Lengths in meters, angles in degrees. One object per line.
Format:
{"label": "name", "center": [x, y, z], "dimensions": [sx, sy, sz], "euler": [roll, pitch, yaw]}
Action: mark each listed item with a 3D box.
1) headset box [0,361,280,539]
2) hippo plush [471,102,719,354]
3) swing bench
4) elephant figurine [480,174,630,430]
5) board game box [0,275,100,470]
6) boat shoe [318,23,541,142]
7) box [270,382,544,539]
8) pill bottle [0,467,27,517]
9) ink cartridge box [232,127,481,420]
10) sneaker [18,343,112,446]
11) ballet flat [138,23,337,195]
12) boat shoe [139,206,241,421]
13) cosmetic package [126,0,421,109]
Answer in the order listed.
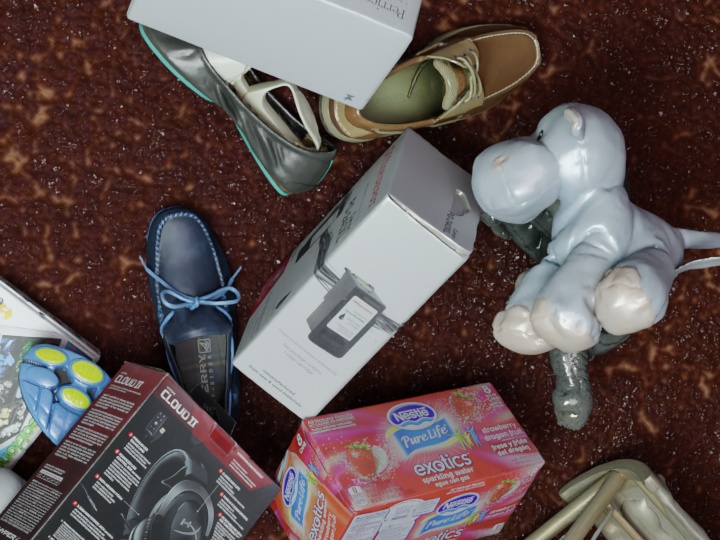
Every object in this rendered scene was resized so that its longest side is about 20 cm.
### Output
{"label": "headset box", "center": [-0.170, 0.181, 1.284], "dimensions": [0.149, 0.077, 0.200], "euler": [48, 67, -29]}
{"label": "hippo plush", "center": [0.170, -0.042, 1.231], "dimensions": [0.199, 0.159, 0.161], "euler": [-23, 99, 6]}
{"label": "swing bench", "center": [0.230, 0.297, 1.441], "dimensions": [0.200, 0.130, 0.199], "euler": [-44, 102, -7]}
{"label": "elephant figurine", "center": [0.193, 0.003, 1.389], "dimensions": [0.155, 0.142, 0.201], "euler": [-28, 96, 10]}
{"label": "board game box", "center": [-0.326, 0.109, 1.361], "dimensions": [0.126, 0.035, 0.200], "euler": [39, 90, -15]}
{"label": "boat shoe", "center": [0.066, -0.151, 1.357], "dimensions": [0.199, 0.074, 0.076], "euler": [-23, 105, -20]}
{"label": "box", "center": [0.037, 0.170, 1.347], "dimensions": [0.199, 0.096, 0.100], "euler": [-8, 141, -35]}
{"label": "pill bottle", "center": [-0.285, 0.229, 1.323], "dimensions": [0.111, 0.111, 0.200], "euler": [-45, 120, -1]}
{"label": "ink cartridge box", "center": [0.000, 0.000, 1.311], "dimensions": [0.083, 0.145, 0.200], "euler": [38, 115, -11]}
{"label": "sneaker", "center": [-0.209, 0.136, 1.351], "dimensions": [0.200, 0.083, 0.071], "euler": [43, 68, -28]}
{"label": "ballet flat", "center": [-0.091, -0.151, 1.345], "dimensions": [0.068, 0.068, 0.200], "euler": [-33, 112, 26]}
{"label": "boat shoe", "center": [-0.128, 0.045, 1.368], "dimensions": [0.084, 0.069, 0.201], "euler": [-16, 101, -7]}
{"label": "cosmetic package", "center": [-0.049, -0.264, 1.266], "dimensions": [0.199, 0.123, 0.201], "euler": [20, 64, -12]}
